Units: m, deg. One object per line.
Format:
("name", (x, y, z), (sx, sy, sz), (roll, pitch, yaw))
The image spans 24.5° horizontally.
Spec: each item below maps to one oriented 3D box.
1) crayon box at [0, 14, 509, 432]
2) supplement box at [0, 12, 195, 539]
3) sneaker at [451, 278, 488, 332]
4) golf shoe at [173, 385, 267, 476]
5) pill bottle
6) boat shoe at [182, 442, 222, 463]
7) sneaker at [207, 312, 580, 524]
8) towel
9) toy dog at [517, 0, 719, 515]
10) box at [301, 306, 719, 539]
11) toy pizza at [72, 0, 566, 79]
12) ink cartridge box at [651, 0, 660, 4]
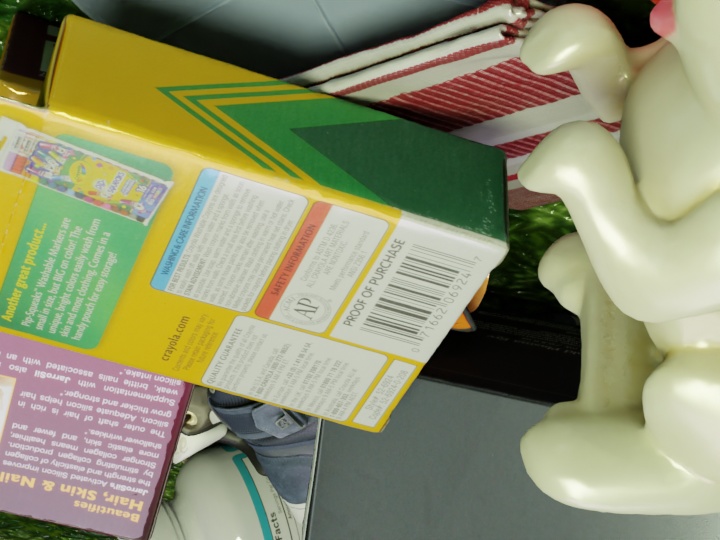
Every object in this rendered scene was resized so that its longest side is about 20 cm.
("crayon box", (-0.061, -0.016, 0.611), (0.199, 0.052, 0.126), (16, 138, -15))
("supplement box", (-0.120, 0.006, 0.717), (0.110, 0.086, 0.201), (13, 115, -12))
("sneaker", (0.000, 0.000, 0.765), (0.112, 0.078, 0.200), (11, 178, -8))
("golf shoe", (-0.115, 0.059, 0.957), (0.199, 0.095, 0.078), (18, 156, -18))
("pill bottle", (-0.041, 0.152, 1.035), (0.199, 0.111, 0.111), (-14, 163, -20))
("boat shoe", (-0.049, 0.130, 1.125), (0.200, 0.071, 0.064), (26, 174, -22))
("sneaker", (0.012, 0.045, 0.907), (0.202, 0.077, 0.146), (-29, 117, 13))
("towel", (0.060, -0.061, 0.660), (0.144, 0.023, 0.200), (-14, 164, 38))
("toy dog", (0.138, -0.028, 0.516), (0.193, 0.140, 0.201), (13, 132, 12))
("box", (0.100, 0.093, 0.764), (0.199, 0.105, 0.182), (11, -170, 21))
("toy pizza", (-0.022, -0.123, 0.596), (0.199, 0.032, 0.200), (7, 155, 3))
("ink cartridge box", (0.086, -0.143, 0.461), (0.200, 0.047, 0.160), (28, 138, -34))
